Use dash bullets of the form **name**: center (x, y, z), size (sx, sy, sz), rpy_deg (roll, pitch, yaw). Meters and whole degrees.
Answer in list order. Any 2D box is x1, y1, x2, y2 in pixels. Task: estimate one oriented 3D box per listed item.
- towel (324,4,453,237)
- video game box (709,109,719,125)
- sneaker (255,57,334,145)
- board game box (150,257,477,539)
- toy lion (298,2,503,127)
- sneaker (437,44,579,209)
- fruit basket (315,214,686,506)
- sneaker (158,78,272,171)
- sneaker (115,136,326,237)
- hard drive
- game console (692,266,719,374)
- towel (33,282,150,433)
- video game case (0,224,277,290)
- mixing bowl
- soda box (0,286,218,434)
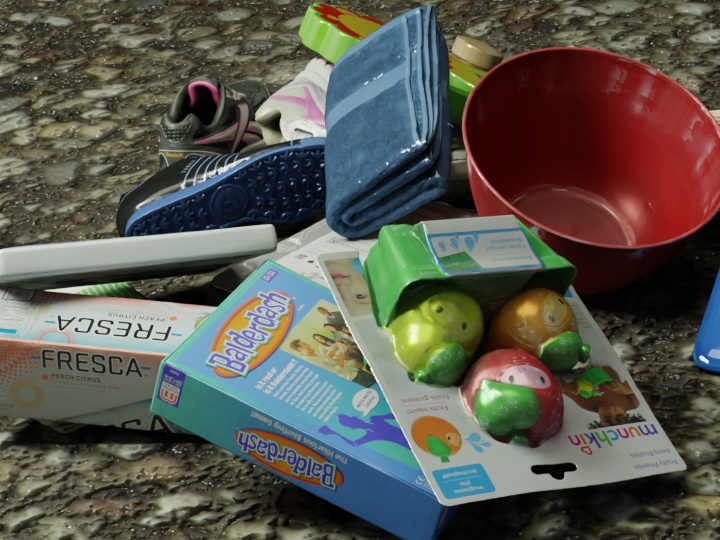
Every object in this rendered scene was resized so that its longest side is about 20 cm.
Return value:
- **towel**: center (0.017, -0.119, 1.699), size (0.111, 0.049, 0.201), rpy_deg (-30, 36, 24)
- **video game box**: center (0.354, -0.087, 1.666), size (0.199, 0.047, 0.182), rpy_deg (-7, 21, -35)
- **sneaker**: center (-0.018, -0.103, 1.830), size (0.088, 0.082, 0.200), rpy_deg (-34, 36, -17)
- **board game box**: center (-0.011, 0.081, 1.395), size (0.199, 0.045, 0.152), rpy_deg (26, 35, 13)
- **toy lion**: center (0.045, -0.170, 1.856), size (0.191, 0.069, 0.200), rpy_deg (17, 17, -25)
- **sneaker**: center (0.131, -0.111, 1.721), size (0.198, 0.115, 0.076), rpy_deg (-9, -14, -23)
- **fruit basket**: center (0.088, 0.053, 1.357), size (0.184, 0.094, 0.200), rpy_deg (-4, 43, -30)
- **sneaker**: center (-0.122, -0.132, 1.899), size (0.080, 0.087, 0.200), rpy_deg (1, 26, 13)
- **sneaker**: center (-0.104, -0.070, 1.771), size (0.199, 0.070, 0.078), rpy_deg (-18, 32, -6)
- **hard drive**: center (0.000, 0.000, 1.649), size (0.199, 0.038, 0.139), rpy_deg (-29, 32, -36)
- **game console**: center (0.353, 0.027, 1.516), size (0.199, 0.119, 0.170), rpy_deg (7, -2, 27)
- **towel**: center (-0.206, 0.054, 1.610), size (0.152, 0.024, 0.200), rpy_deg (-21, 29, -28)
- **video game case**: center (-0.180, -0.007, 1.583), size (0.199, 0.023, 0.182), rpy_deg (-6, -3, -20)
- **mixing bowl**: center (0.161, -0.057, 1.602), size (0.199, 0.109, 0.201), rpy_deg (7, 48, -7)
- **soda box**: center (-0.165, 0.063, 1.490), size (0.199, 0.069, 0.064), rpy_deg (5, 34, 7)
